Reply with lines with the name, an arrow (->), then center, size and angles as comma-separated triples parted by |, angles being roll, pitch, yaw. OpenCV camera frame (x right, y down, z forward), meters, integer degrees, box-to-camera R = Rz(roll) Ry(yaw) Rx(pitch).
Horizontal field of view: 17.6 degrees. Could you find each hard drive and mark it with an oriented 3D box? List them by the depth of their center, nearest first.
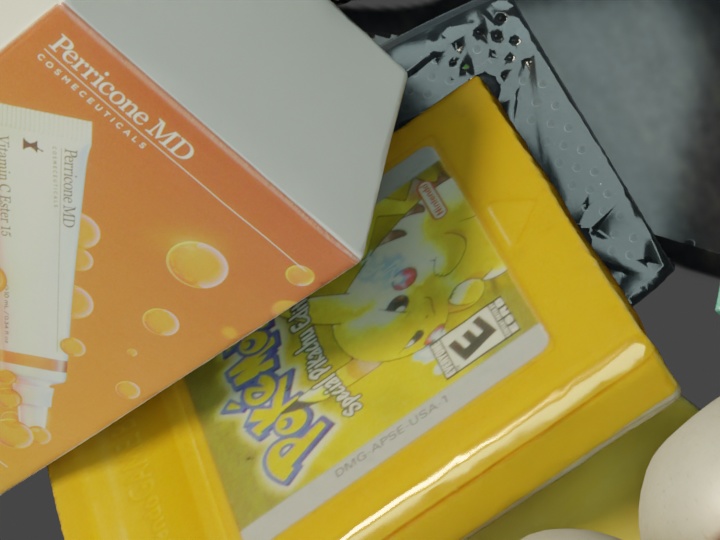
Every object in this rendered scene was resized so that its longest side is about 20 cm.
hard drive -> 0.000, 0.000, 0.864 | 0.200, 0.042, 0.135 | -32, 89, 5

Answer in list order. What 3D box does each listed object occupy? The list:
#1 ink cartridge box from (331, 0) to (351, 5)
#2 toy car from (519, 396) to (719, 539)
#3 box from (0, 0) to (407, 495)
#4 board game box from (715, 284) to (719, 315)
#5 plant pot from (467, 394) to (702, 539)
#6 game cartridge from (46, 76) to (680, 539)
ink cartridge box -> 0.032, -0.143, 0.806 | 0.199, 0.148, 0.076 | -6, 89, 4
toy car -> 0.129, 0.117, 0.640 | 0.200, 0.150, 0.175 | -31, 74, -26
box -> -0.102, -0.026, 0.754 | 0.124, 0.098, 0.200 | 40, 128, -23
board game box -> 0.215, -0.045, 0.678 | 0.199, 0.045, 0.153 | 6, 78, 27
plant pot -> 0.055, 0.135, 0.798 | 0.201, 0.201, 0.189 | 42, 77, 3
game cartridge -> -0.013, 0.038, 0.767 | 0.200, 0.176, 0.032 | -33, 126, 4
